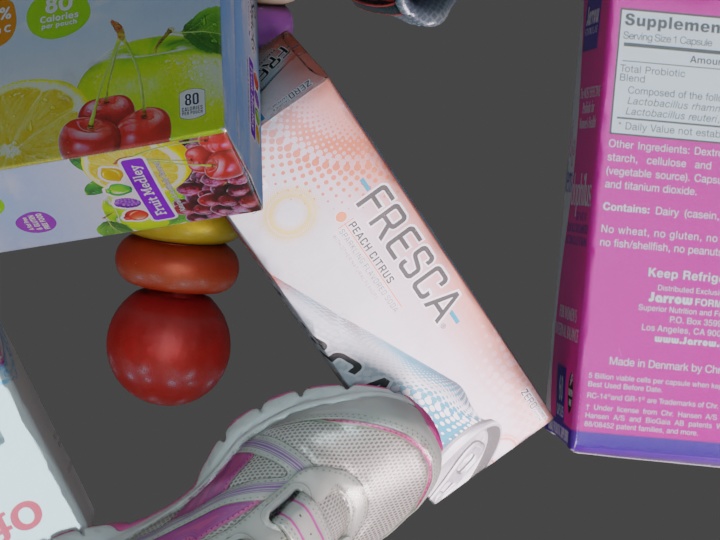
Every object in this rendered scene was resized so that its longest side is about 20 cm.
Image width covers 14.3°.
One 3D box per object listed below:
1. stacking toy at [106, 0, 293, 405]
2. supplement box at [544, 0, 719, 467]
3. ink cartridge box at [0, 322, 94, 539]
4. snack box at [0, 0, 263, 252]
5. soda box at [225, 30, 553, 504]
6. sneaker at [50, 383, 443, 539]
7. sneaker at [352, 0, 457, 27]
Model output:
[{"bbox_3d":[-0.077,-0.041,1.240,0.085,0.085,0.200,7,98,-3],"label":"stacking toy"},{"bbox_3d":[0.141,-0.020,1.234,0.103,0.101,0.200,6,91,-3],"label":"supplement box"},{"bbox_3d":[-0.221,0.054,1.225,0.145,0.088,0.200,-26,95,-3],"label":"ink cartridge box"},{"bbox_3d":[-0.143,-0.094,1.146,0.200,0.068,0.169,-8,60,10],"label":"snack box"},{"bbox_3d":[0.000,0.000,1.208,0.068,0.064,0.200,-35,119,-1],"label":"soda box"},{"bbox_3d":[-0.048,0.124,1.176,0.200,0.088,0.081,-33,123,-3],"label":"sneaker"},{"bbox_3d":[0.078,-0.171,1.220,0.200,0.096,0.079,-40,126,4],"label":"sneaker"}]
